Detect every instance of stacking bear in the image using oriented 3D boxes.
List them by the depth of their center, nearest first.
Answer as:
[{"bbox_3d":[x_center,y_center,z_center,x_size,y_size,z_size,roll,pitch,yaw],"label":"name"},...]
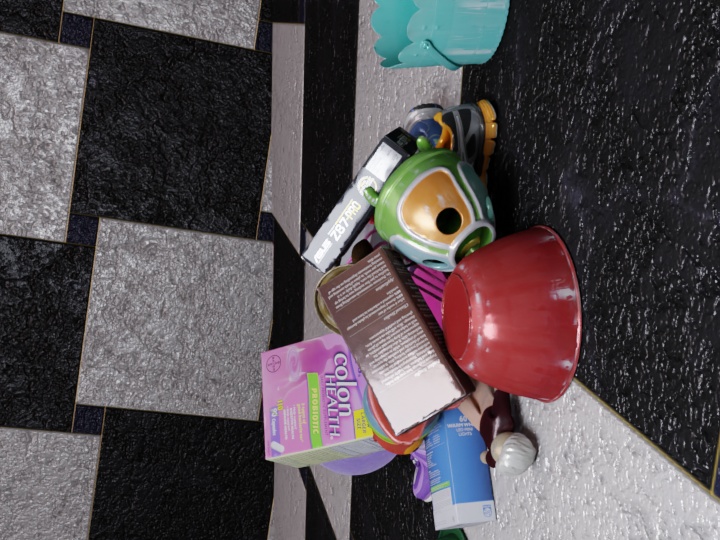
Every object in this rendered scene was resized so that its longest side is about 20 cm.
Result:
[{"bbox_3d":[0.056,0.189,1.196,0.114,0.121,0.200,48,160,18],"label":"stacking bear"}]

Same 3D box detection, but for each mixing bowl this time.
[{"bbox_3d":[0.156,0.051,1.005,0.200,0.107,0.203,179,90,-77],"label":"mixing bowl"}]

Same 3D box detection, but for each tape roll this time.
[{"bbox_3d":[-0.016,0.248,1.548,0.085,0.198,0.203,-171,80,-77],"label":"tape roll"}]

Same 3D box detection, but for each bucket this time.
[{"bbox_3d":[0.099,-0.358,1.143,0.207,0.133,0.210,180,90,-77],"label":"bucket"}]

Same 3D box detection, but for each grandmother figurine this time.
[{"bbox_3d":[0.163,0.190,1.101,0.200,0.060,0.123,-118,21,-67],"label":"grandmother figurine"}]

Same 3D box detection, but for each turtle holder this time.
[{"bbox_3d":[0.096,-0.057,1.084,0.132,0.140,0.186,45,157,29],"label":"turtle holder"}]

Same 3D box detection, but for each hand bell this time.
[{"bbox_3d":[0.000,0.000,1.221,0.200,0.103,0.105,-77,-7,-66],"label":"hand bell"}]

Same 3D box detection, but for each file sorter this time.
[{"bbox_3d":[0.051,0.048,1.298,0.140,0.125,0.200,-54,25,14],"label":"file sorter"}]

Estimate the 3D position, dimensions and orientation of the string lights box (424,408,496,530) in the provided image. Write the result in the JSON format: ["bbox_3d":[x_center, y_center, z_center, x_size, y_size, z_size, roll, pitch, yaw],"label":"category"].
[{"bbox_3d":[0.131,0.250,1.232,0.103,0.058,0.202,124,143,-67],"label":"string lights box"}]

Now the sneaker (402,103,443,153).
[{"bbox_3d":[0.085,-0.162,1.350,0.201,0.075,0.078,102,160,-59],"label":"sneaker"}]

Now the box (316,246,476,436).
[{"bbox_3d":[0.043,0.082,1.059,0.201,0.100,0.075,62,-165,13],"label":"box"}]

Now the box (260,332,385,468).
[{"bbox_3d":[-0.049,0.202,1.404,0.097,0.198,0.178,35,-135,-56],"label":"box"}]

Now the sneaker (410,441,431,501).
[{"bbox_3d":[0.089,0.253,1.356,0.081,0.082,0.202,-145,54,-74],"label":"sneaker"}]

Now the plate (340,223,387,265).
[{"bbox_3d":[0.021,-0.017,1.483,0.199,0.032,0.202,39,-117,-65],"label":"plate"}]

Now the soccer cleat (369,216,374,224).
[{"bbox_3d":[0.080,-0.093,1.320,0.200,0.076,0.067,-5,100,66],"label":"soccer cleat"}]

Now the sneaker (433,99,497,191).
[{"bbox_3d":[0.127,-0.127,1.176,0.078,0.076,0.202,-122,32,-62],"label":"sneaker"}]

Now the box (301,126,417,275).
[{"bbox_3d":[0.005,-0.100,1.226,0.201,0.049,0.161,-55,-2,17],"label":"box"}]

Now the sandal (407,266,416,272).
[{"bbox_3d":[0.078,0.011,1.469,0.083,0.049,0.205,-86,-12,-67],"label":"sandal"}]

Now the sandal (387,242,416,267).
[{"bbox_3d":[0.068,-0.054,1.202,0.080,0.057,0.202,95,-175,-50],"label":"sandal"}]

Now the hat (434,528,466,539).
[{"bbox_3d":[0.062,0.452,1.285,0.201,0.174,0.167,102,161,-44],"label":"hat"}]
